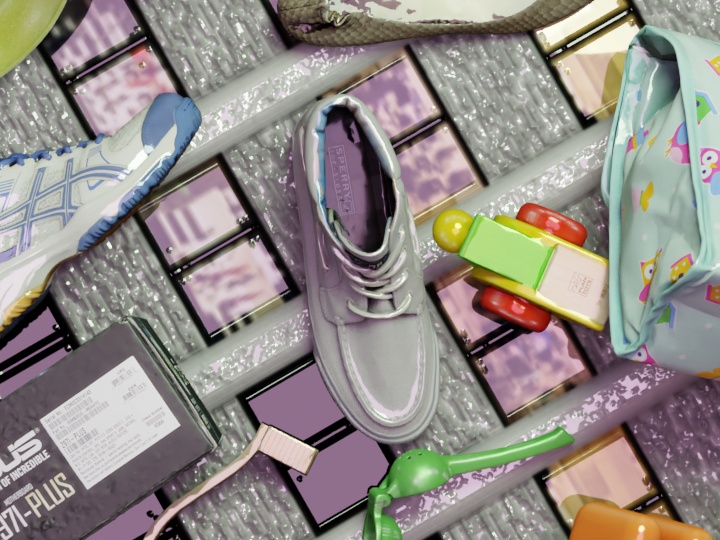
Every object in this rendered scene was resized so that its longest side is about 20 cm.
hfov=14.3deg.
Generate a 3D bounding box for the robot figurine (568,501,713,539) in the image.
[{"bbox_3d":[0.138,0.233,1.583,0.116,0.144,0.201,13,87,21],"label":"robot figurine"}]

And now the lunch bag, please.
[{"bbox_3d":[0.225,-0.037,1.569,0.170,0.122,0.200,12,50,-17],"label":"lunch bag"}]

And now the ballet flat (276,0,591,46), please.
[{"bbox_3d":[0.051,-0.164,1.628,0.199,0.046,0.068,-9,89,-2],"label":"ballet flat"}]

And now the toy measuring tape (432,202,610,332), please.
[{"bbox_3d":[0.132,0.014,1.612,0.200,0.074,0.074,24,88,1],"label":"toy measuring tape"}]

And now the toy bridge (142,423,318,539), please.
[{"bbox_3d":[-0.097,0.176,1.622,0.067,0.027,0.200,27,88,2],"label":"toy bridge"}]

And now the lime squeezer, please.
[{"bbox_3d":[0.029,0.147,1.629,0.200,0.038,0.071,-49,121,-3],"label":"lime squeezer"}]

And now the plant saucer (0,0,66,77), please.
[{"bbox_3d":[-0.253,-0.167,1.551,0.200,0.200,0.031,-22,50,-2],"label":"plant saucer"}]

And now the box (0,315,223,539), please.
[{"bbox_3d":[-0.179,0.114,1.554,0.200,0.164,0.086,-34,89,-2],"label":"box"}]

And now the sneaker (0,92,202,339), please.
[{"bbox_3d":[-0.180,-0.042,1.603,0.200,0.075,0.088,-42,89,-3],"label":"sneaker"}]

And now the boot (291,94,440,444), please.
[{"bbox_3d":[0.000,0.000,1.596,0.073,0.096,0.201,-15,89,-2],"label":"boot"}]
